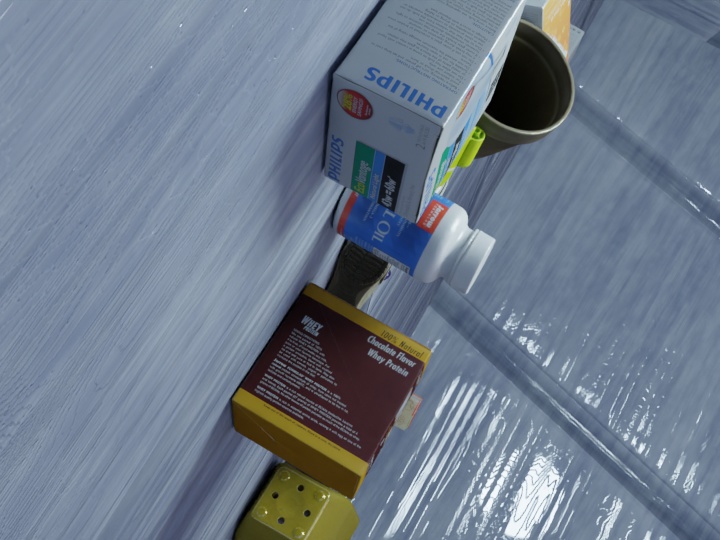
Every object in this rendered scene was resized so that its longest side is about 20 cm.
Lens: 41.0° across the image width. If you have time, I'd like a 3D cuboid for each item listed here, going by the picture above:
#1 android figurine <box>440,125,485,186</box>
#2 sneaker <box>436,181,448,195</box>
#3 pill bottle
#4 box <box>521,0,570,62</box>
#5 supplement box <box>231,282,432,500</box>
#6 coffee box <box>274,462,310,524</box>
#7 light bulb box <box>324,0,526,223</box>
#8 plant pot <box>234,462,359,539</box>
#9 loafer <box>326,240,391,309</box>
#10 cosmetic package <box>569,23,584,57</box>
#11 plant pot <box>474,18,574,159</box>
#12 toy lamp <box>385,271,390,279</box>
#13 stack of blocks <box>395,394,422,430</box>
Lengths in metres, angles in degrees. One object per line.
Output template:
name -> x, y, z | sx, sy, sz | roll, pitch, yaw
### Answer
android figurine -> 0.091, -0.158, 1.378 | 0.181, 0.041, 0.201 | -18, 151, -31
sneaker -> 0.083, -0.121, 1.526 | 0.202, 0.075, 0.115 | -59, 173, 3
pill bottle -> 0.073, -0.054, 1.270 | 0.113, 0.199, 0.112 | -59, 171, -15
box -> 0.274, -0.380, 1.562 | 0.125, 0.097, 0.201 | -55, 151, -33
supplement box -> -0.040, 0.165, 1.319 | 0.201, 0.196, 0.133 | -58, 171, -25
coffee box -> -0.122, 0.479, 2.102 | 0.080, 0.112, 0.201 | -50, 167, -49
light bulb box -> 0.065, -0.196, 1.034 | 0.201, 0.124, 0.199 | -58, 171, -24
plant pot -> -0.130, 0.490, 1.886 | 0.195, 0.194, 0.201 | -56, 161, -28
loafer -> 0.000, 0.000, 1.462 | 0.201, 0.075, 0.068 | -56, 177, 32
cosmetic package -> 0.566, -0.611, 2.783 | 0.201, 0.074, 0.102 | -54, 169, -28
plant pot -> 0.201, -0.263, 1.489 | 0.201, 0.199, 0.174 | -56, -174, -27
toy lamp -> -0.016, 0.066, 1.616 | 0.201, 0.058, 0.058 | -59, 171, -29
stack of blocks -> 0.010, 0.214, 1.747 | 0.059, 0.199, 0.115 | -63, 172, -1
